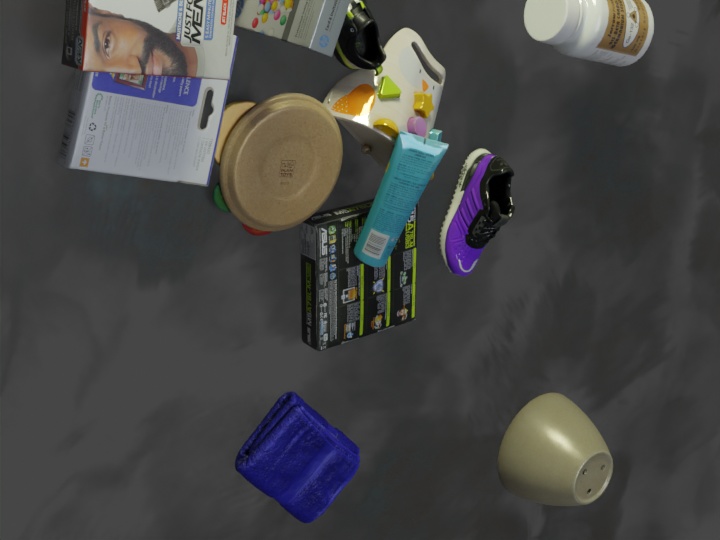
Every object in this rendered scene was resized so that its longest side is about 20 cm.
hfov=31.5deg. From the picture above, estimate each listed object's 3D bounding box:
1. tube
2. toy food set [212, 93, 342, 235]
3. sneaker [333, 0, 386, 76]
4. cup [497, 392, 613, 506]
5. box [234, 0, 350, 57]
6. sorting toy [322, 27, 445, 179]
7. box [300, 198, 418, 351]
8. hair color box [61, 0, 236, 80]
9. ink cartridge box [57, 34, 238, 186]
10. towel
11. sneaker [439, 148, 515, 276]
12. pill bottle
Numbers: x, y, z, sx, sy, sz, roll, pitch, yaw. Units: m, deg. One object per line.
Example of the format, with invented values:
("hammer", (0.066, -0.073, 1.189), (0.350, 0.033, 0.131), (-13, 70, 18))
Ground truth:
("tube", (0.050, -0.099, 1.781), (0.077, 0.051, 0.201), (9, 121, -29))
("toy food set", (-0.112, -0.144, 1.724), (0.198, 0.049, 0.200), (-19, 122, -28))
("sneaker", (-0.010, -0.352, 1.701), (0.072, 0.083, 0.201), (-41, 129, -19))
("cup", (0.363, 0.339, 2.269), (0.199, 0.143, 0.203), (-17, 119, -33))
("box", (-0.079, -0.358, 1.560), (0.041, 0.199, 0.158), (14, 99, -39))
("sorting toy", (0.063, -0.240, 1.819), (0.200, 0.106, 0.182), (42, 62, -42))
("box", (0.000, 0.000, 1.887), (0.192, 0.047, 0.202), (-18, 118, -36))
("hair color box", (-0.245, -0.286, 1.495), (0.198, 0.064, 0.112), (-4, 107, -38))
("ink cartridge box", (-0.261, -0.213, 1.578), (0.199, 0.047, 0.200), (5, 103, -43))
("towel", (-0.089, 0.288, 1.932), (0.148, 0.049, 0.200), (-53, 132, -10))
("sneaker", (0.188, -0.080, 1.970), (0.069, 0.099, 0.202), (3, 106, -38))
("pill bottle", (0.351, -0.384, 1.967), (0.198, 0.114, 0.116), (2, 107, -40))
